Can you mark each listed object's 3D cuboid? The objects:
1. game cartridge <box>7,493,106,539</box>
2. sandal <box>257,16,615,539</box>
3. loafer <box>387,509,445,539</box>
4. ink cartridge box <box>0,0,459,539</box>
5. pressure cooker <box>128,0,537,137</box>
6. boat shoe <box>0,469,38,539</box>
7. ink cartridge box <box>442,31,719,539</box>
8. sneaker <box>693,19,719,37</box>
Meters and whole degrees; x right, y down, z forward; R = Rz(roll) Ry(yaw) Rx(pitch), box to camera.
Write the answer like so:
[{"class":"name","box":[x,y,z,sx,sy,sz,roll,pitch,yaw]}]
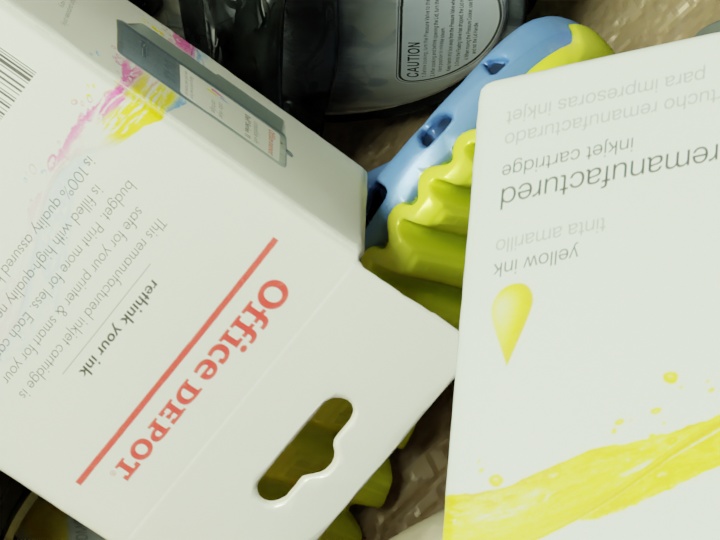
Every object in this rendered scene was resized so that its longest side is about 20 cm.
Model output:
[{"class":"game cartridge","box":[-0.140,0.090,0.880,0.200,0.176,0.032,-105,15,-62]},{"class":"sandal","box":[0.000,0.000,0.886,0.200,0.079,0.087,-49,50,8]},{"class":"loafer","box":[-0.024,0.135,0.753,0.200,0.076,0.067,-38,43,12]},{"class":"ink cartridge box","box":[-0.078,-0.007,0.821,0.117,0.200,0.067,-50,14,19]},{"class":"pressure cooker","box":[-0.023,-0.136,0.919,0.179,0.176,0.200,-18,52,40]},{"class":"boat shoe","box":[-0.130,0.045,0.872,0.201,0.074,0.063,-86,1,-62]},{"class":"ink cartridge box","box":[0.099,0.048,0.663,0.145,0.083,0.200,-10,59,29]},{"class":"sneaker","box":[0.139,-0.003,0.764,0.082,0.073,0.200,-54,42,4]}]
